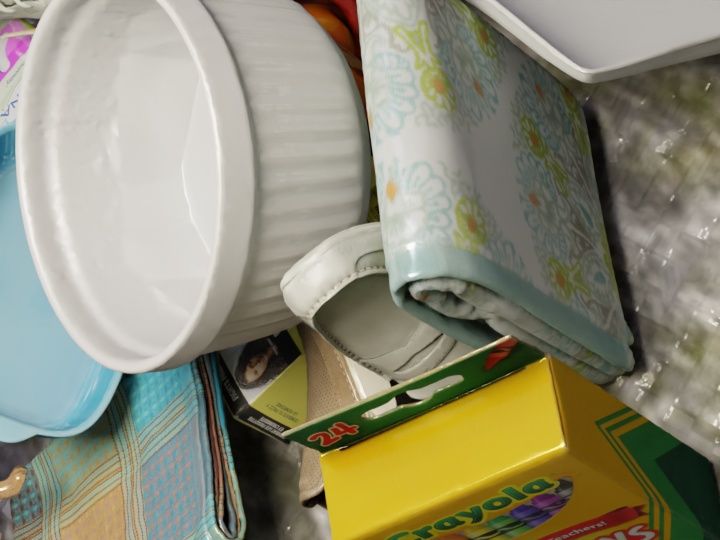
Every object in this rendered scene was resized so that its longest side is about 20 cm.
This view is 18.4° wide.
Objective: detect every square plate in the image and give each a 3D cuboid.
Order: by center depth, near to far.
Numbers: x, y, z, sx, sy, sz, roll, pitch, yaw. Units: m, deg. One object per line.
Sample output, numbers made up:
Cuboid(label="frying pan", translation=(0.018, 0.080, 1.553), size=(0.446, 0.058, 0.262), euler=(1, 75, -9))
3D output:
Cuboid(label="square plate", translation=(0.125, -0.153, 1.137), size=(0.198, 0.199, 0.029), euler=(42, 135, 40))

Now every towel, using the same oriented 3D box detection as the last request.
Cuboid(label="towel", translation=(0.064, -0.040, 1.090), size=(0.048, 0.200, 0.172), euler=(-23, 61, 25))
Cuboid(label="towel", translation=(-0.136, 0.134, 1.238), size=(0.200, 0.022, 0.147), euler=(-41, 48, 37))

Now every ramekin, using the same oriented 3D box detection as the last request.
Cuboid(label="ramekin", translation=(-0.082, -0.053, 1.117), size=(0.200, 0.105, 0.202), euler=(11, 103, 52))

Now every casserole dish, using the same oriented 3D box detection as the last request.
Cuboid(label="casserole dish", translation=(-0.181, 0.009, 1.246), size=(0.039, 0.120, 0.201), euler=(130, 160, -60))

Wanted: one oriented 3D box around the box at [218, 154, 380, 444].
Cuboid(label="box", translation=(0.000, 0.000, 1.224), size=(0.200, 0.050, 0.075), euler=(-42, 50, 14))

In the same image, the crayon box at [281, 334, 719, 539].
Cuboid(label="crayon box", translation=(0.070, 0.102, 1.027), size=(0.126, 0.200, 0.051), euler=(-26, 56, 25))

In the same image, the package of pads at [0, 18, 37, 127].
Cuboid(label="package of pads", translation=(-0.204, -0.052, 1.389), size=(0.155, 0.068, 0.200), euler=(-48, 50, 10))

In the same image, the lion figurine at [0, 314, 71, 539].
Cuboid(label="lion figurine", translation=(-0.240, 0.072, 1.265), size=(0.072, 0.122, 0.201), euler=(130, 157, -65))

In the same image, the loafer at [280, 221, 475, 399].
Cuboid(label="loafer", translation=(0.030, 0.026, 1.093), size=(0.070, 0.200, 0.070), euler=(-40, 64, 20))

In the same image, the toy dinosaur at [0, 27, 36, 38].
Cuboid(label="toy dinosaur", translation=(-0.127, -0.116, 1.329), size=(0.200, 0.101, 0.058), euler=(44, 131, 34))

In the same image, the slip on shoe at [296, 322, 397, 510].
Cuboid(label="slip on shoe", translation=(-0.005, 0.102, 1.138), size=(0.060, 0.076, 0.201), euler=(-19, 77, -7))

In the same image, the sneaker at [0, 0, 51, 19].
Cuboid(label="sneaker", translation=(-0.223, -0.163, 1.337), size=(0.115, 0.076, 0.200), euler=(-33, 23, -28))

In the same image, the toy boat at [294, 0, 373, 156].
Cuboid(label="toy boat", translation=(-0.024, -0.120, 1.201), size=(0.131, 0.130, 0.201), euler=(-121, 39, -55))
